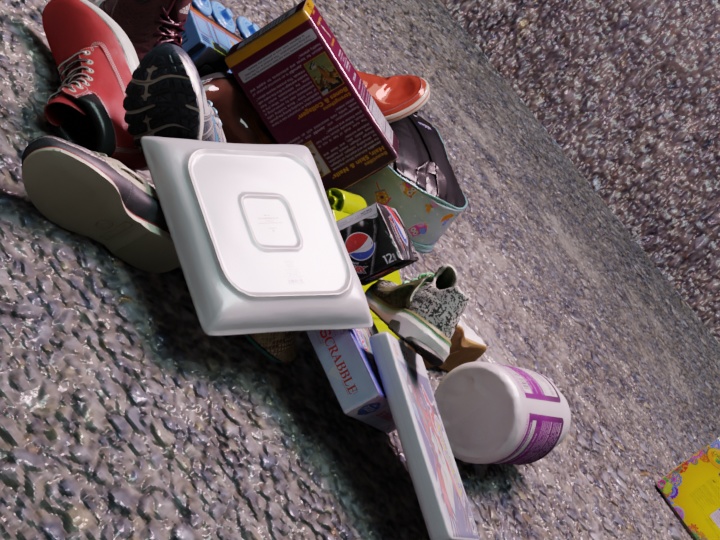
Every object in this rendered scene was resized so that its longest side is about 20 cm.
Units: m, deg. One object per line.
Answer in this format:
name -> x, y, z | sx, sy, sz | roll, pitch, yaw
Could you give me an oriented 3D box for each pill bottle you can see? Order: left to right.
pill bottle -> 0.167, 0.165, 1.759 | 0.113, 0.112, 0.200 | 57, 19, 22

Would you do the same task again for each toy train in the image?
toy train -> -0.176, -0.258, 1.831 | 0.200, 0.086, 0.115 | 27, 38, -56

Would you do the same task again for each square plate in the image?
square plate -> -0.086, -0.037, 1.399 | 0.199, 0.028, 0.199 | -1, 62, -43

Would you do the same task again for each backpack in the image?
backpack -> 0.034, -0.112, 1.919 | 0.175, 0.153, 0.200 | 27, 20, -36

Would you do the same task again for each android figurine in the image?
android figurine -> 0.000, 0.000, 1.739 | 0.200, 0.041, 0.183 | 14, 59, -62

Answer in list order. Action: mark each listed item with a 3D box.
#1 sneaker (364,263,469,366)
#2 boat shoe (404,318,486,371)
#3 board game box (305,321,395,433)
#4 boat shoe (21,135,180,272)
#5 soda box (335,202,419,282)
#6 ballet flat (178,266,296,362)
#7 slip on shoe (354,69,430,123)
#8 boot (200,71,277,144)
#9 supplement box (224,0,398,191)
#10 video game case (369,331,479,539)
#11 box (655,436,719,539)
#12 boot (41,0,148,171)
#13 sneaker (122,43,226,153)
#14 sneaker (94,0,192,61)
sneaker -> 0.067, 0.033, 1.568 | 0.077, 0.089, 0.200 | 41, 1, -20
boat shoe -> 0.086, 0.071, 1.828 | 0.069, 0.071, 0.200 | 56, 9, 22
board game box -> -0.018, 0.055, 1.526 | 0.201, 0.041, 0.200 | 64, 6, 15
boat shoe -> -0.221, -0.066, 1.334 | 0.200, 0.071, 0.063 | 39, 35, -49
soda box -> 0.011, -0.025, 1.582 | 0.064, 0.070, 0.200 | 65, 6, 2
ballet flat -> -0.116, 0.005, 1.464 | 0.200, 0.065, 0.071 | 45, 18, -18
slip on shoe -> -0.013, -0.214, 1.854 | 0.074, 0.199, 0.061 | -102, -168, -47
boot -> -0.117, -0.114, 1.738 | 0.201, 0.068, 0.188 | 63, 10, 22
supplement box -> -0.053, -0.192, 1.761 | 0.200, 0.110, 0.086 | 57, 12, -15
video game case -> 0.064, 0.167, 1.494 | 0.182, 0.023, 0.201 | 39, 33, -74
box -> 0.567, 0.358, 2.329 | 0.200, 0.122, 0.192 | 55, 17, 13
boot -> -0.271, -0.188, 1.475 | 0.201, 0.072, 0.144 | 59, 20, 14
sneaker -> -0.169, -0.134, 1.473 | 0.086, 0.077, 0.201 | -69, 158, -49
sneaker -> -0.208, -0.244, 1.657 | 0.200, 0.115, 0.076 | 57, 19, 21
